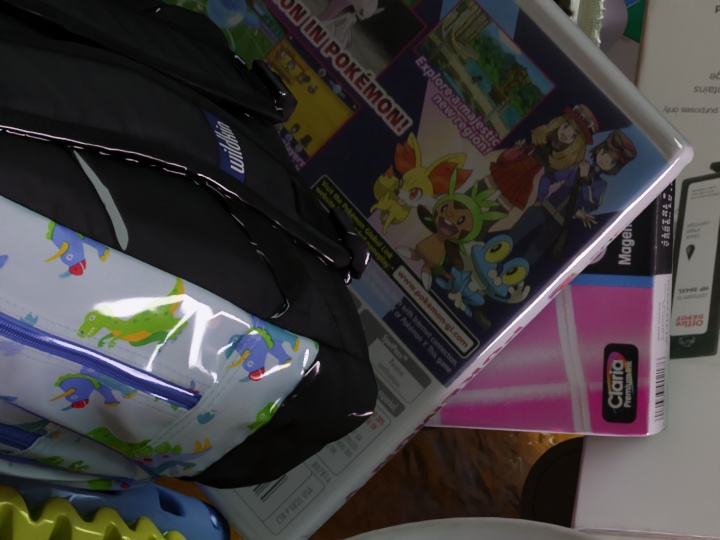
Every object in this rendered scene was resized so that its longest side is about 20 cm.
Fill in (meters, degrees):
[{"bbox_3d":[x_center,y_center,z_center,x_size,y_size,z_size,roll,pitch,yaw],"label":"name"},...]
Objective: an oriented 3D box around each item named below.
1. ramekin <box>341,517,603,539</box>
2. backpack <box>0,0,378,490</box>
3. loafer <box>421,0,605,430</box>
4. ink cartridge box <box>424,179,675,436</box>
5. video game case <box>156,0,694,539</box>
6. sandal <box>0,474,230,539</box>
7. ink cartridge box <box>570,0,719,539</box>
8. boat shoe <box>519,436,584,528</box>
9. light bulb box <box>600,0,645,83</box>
[{"bbox_3d":[0.023,0.153,0.804,0.202,0.201,0.095,-50,135,-51],"label":"ramekin"},{"bbox_3d":[-0.111,-0.024,0.747,0.200,0.153,0.164,37,23,-55],"label":"backpack"},{"bbox_3d":[0.043,-0.041,1.027,0.068,0.075,0.201,1,106,-68],"label":"loafer"},{"bbox_3d":[0.000,0.000,0.879,0.037,0.199,0.095,-3,95,-72],"label":"ink cartridge box"},{"bbox_3d":[-0.028,-0.044,0.858,0.200,0.182,0.023,48,10,13],"label":"video game case"},{"bbox_3d":[-0.119,0.056,0.822,0.200,0.079,0.087,23,47,-40],"label":"sandal"},{"bbox_3d":[0.139,0.019,0.950,0.146,0.084,0.201,50,46,-63],"label":"ink cartridge box"},{"bbox_3d":[0.160,0.107,1.026,0.063,0.199,0.073,45,59,-63],"label":"boat shoe"},{"bbox_3d":[0.070,-0.169,1.079,0.200,0.198,0.125,27,50,-34],"label":"light bulb box"}]
